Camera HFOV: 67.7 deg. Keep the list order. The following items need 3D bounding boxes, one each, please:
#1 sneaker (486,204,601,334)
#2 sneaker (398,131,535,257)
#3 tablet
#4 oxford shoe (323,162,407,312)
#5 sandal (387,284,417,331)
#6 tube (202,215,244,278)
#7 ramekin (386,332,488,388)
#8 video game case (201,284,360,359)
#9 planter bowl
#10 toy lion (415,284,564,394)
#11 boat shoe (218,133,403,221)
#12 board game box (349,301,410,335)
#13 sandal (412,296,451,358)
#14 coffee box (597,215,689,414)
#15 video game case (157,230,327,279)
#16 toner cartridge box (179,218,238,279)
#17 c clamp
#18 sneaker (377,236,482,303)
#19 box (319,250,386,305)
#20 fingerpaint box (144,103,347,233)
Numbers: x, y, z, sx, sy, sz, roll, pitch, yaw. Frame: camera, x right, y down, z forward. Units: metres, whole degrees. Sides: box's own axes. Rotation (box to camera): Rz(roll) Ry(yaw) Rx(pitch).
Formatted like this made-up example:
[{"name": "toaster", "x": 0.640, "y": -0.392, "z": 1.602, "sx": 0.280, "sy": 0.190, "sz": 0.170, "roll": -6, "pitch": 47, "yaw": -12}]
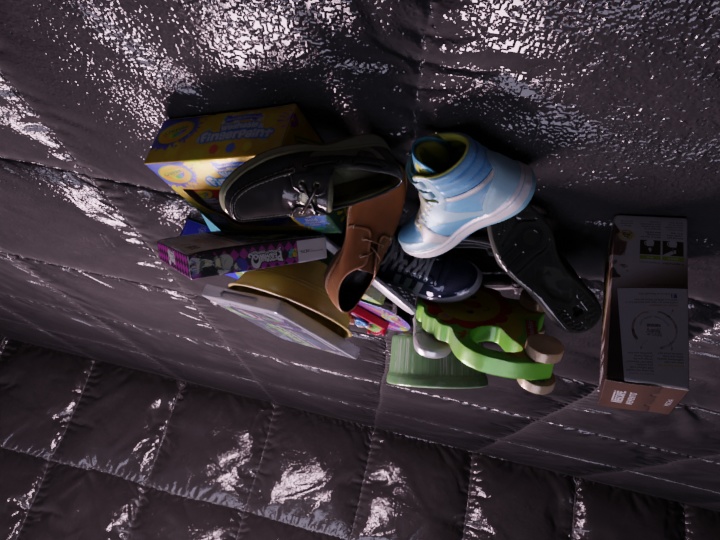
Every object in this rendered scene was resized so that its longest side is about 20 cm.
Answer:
[{"name": "sneaker", "x": 0.220, "y": -0.016, "z": 0.689, "sx": 0.200, "sy": 0.076, "sz": 0.114, "roll": 47, "pitch": -170, "yaw": -14}, {"name": "sneaker", "x": 0.081, "y": -0.089, "z": 0.612, "sx": 0.130, "sy": 0.080, "sz": 0.200, "roll": 25, "pitch": 145, "yaw": -28}, {"name": "tablet", "x": 0.000, "y": 0.000, "z": 0.791, "sx": 0.200, "sy": 0.014, "sz": 0.130, "roll": 39, "pitch": 179, "yaw": 5}, {"name": "oxford shoe", "x": 0.013, "y": -0.035, "z": 0.663, "sx": 0.071, "sy": 0.071, "sz": 0.201, "roll": 12, "pitch": 115, "yaw": -20}, {"name": "sandal", "x": 0.092, "y": 0.043, "z": 0.954, "sx": 0.075, "sy": 0.045, "sz": 0.201, "roll": -2, "pitch": 137, "yaw": 23}, {"name": "tube", "x": -0.200, "y": -0.026, "z": 0.897, "sx": 0.077, "sy": 0.050, "sz": 0.201, "roll": 3, "pitch": 132, "yaw": 39}, {"name": "ramekin", "x": 0.152, "y": 0.174, "z": 1.066, "sx": 0.198, "sy": 0.098, "sz": 0.200, "roll": 1, "pitch": 174, "yaw": 0}, {"name": "video game case", "x": -0.123, "y": 0.082, "z": 0.845, "sx": 0.181, "sy": 0.023, "sz": 0.200, "roll": 8, "pitch": 160, "yaw": 40}, {"name": "planter bowl", "x": -0.092, "y": 0.027, "z": 0.818, "sx": 0.199, "sy": 0.084, "sz": 0.201, "roll": 20, "pitch": 165, "yaw": 6}, {"name": "toy lion", "x": 0.172, "y": 0.075, "z": 0.756, "sx": 0.190, "sy": 0.200, "sz": 0.069, "roll": 8, "pitch": 117, "yaw": 8}, {"name": "boat shoe", "x": -0.045, "y": -0.091, "z": 0.565, "sx": 0.200, "sy": 0.066, "sz": 0.072, "roll": -20, "pitch": 141, "yaw": -22}, {"name": "board game box", "x": -0.008, "y": 0.090, "z": 0.993, "sx": 0.199, "sy": 0.039, "sz": 0.158, "roll": 18, "pitch": 165, "yaw": 14}, {"name": "sandal", "x": 0.118, "y": 0.080, "z": 0.839, "sx": 0.082, "sy": 0.203, "sz": 0.050, "roll": 14, "pitch": 119, "yaw": 15}, {"name": "coffee box", "x": 0.326, "y": 0.052, "z": 0.624, "sx": 0.079, "sy": 0.201, "sz": 0.113, "roll": 5, "pitch": 155, "yaw": 21}, {"name": "video game case", "x": -0.169, "y": -0.031, "z": 0.741, "sx": 0.180, "sy": 0.036, "sz": 0.200, "roll": -11, "pitch": -167, "yaw": -29}, {"name": "toner cartridge box", "x": -0.232, "y": -0.023, "z": 0.981, "sx": 0.199, "sy": 0.043, "sz": 0.095, "roll": 22, "pitch": 157, "yaw": -16}, {"name": "c clamp", "x": 0.198, "y": -0.006, "z": 0.800, "sx": 0.170, "sy": 0.027, "sz": 0.200, "roll": 1, "pitch": 155, "yaw": 39}, {"name": "sneaker", "x": 0.067, "y": -0.016, "z": 0.761, "sx": 0.199, "sy": 0.070, "sz": 0.108, "roll": 13, "pitch": 160, "yaw": 40}, {"name": "box", "x": -0.068, "y": 0.002, "z": 0.921, "sx": 0.199, "sy": 0.037, "sz": 0.144, "roll": 30, "pitch": 162, "yaw": -32}, {"name": "fingerpaint box", "x": -0.135, "y": -0.116, "z": 0.677, "sx": 0.199, "sy": 0.074, "sz": 0.167, "roll": 2, "pitch": 154, "yaw": 26}]
